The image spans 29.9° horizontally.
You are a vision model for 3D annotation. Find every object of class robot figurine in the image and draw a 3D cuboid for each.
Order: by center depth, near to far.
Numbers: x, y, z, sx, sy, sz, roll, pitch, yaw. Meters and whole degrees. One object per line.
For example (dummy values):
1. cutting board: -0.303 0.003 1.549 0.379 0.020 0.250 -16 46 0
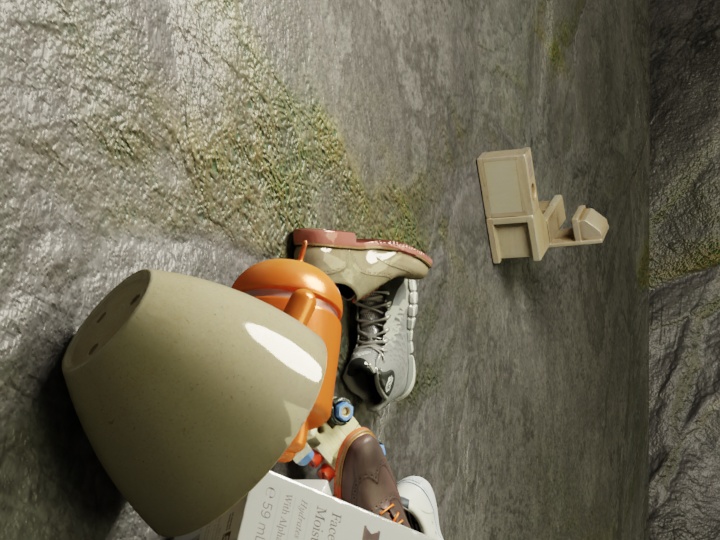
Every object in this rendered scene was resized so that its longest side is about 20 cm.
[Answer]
1. robot figurine: -0.076 0.075 1.274 0.144 0.116 0.201 48 43 -56

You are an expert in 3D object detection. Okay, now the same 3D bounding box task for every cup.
1. cup: -0.146 0.083 1.048 0.143 0.200 0.201 43 41 -21

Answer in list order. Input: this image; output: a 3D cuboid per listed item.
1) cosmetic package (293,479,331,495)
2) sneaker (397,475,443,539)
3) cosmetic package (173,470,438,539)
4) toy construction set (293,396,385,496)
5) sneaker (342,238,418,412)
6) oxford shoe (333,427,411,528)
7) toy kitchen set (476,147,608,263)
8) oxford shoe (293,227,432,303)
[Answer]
1. cosmetic package: -0.057 0.318 1.334 0.113 0.081 0.201 -58 140 -54
2. sneaker: 0.072 0.359 1.674 0.071 0.073 0.201 -34 109 -54
3. cosmetic package: -0.054 0.292 1.124 0.199 0.165 0.166 25 55 -20
4. toy construction set: -0.036 0.209 1.407 0.131 0.092 0.201 -49 128 -26
5. sneaker: 0.018 0.071 1.569 0.115 0.075 0.202 -34 119 -62
6. oxford shoe: 0.027 0.251 1.359 0.071 0.072 0.201 -30 118 -34
7. toy kitchen set: 0.303 -0.129 2.181 0.200 0.162 0.182 -48 130 -61
8. oxford shoe: 0.000 0.000 1.503 0.199 0.070 0.075 9 85 -41
